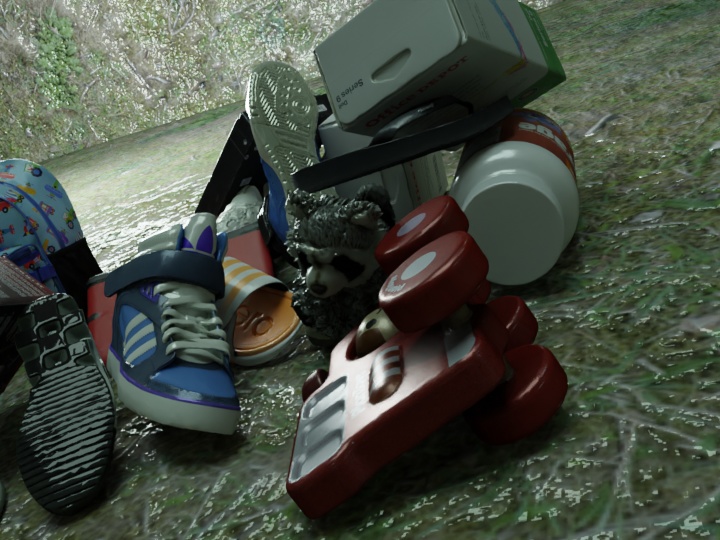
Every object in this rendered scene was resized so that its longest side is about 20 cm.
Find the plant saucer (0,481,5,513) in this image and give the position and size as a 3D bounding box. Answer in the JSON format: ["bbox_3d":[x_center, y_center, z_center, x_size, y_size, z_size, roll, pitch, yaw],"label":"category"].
[{"bbox_3d":[-0.358,0.190,0.606,0.197,0.051,0.201,-16,19,6],"label":"plant saucer"}]

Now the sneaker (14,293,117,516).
[{"bbox_3d":[-0.219,0.114,0.665,0.073,0.090,0.201,-16,43,-8],"label":"sneaker"}]

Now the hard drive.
[{"bbox_3d":[-0.119,-0.121,1.030,0.139,0.038,0.201,-24,-23,-43],"label":"hard drive"}]

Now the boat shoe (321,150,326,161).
[{"bbox_3d":[-0.031,-0.102,1.000,0.066,0.073,0.202,4,44,11],"label":"boat shoe"}]

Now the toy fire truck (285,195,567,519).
[{"bbox_3d":[0.025,0.055,0.547,0.167,0.113,0.200,-35,15,10],"label":"toy fire truck"}]

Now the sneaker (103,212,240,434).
[{"bbox_3d":[-0.136,0.028,0.661,0.080,0.149,0.199,15,2,-33],"label":"sneaker"}]

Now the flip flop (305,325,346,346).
[{"bbox_3d":[0.000,0.000,0.774,0.080,0.058,0.200,-11,22,27],"label":"flip flop"}]

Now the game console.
[{"bbox_3d":[-0.174,0.037,0.906,0.197,0.120,0.174,-18,50,2],"label":"game console"}]

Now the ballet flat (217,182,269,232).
[{"bbox_3d":[-0.110,-0.070,1.003,0.071,0.073,0.198,-1,10,41],"label":"ballet flat"}]

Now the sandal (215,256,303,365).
[{"bbox_3d":[-0.135,0.023,0.768,0.205,0.059,0.080,17,63,41],"label":"sandal"}]

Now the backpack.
[{"bbox_3d":[-0.414,-0.019,1.007,0.179,0.203,0.135,-11,19,19],"label":"backpack"}]

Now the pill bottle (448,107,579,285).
[{"bbox_3d":[0.134,-0.066,0.747,0.110,0.114,0.201,-13,20,17],"label":"pill bottle"}]

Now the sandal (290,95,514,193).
[{"bbox_3d":[0.034,-0.113,0.712,0.197,0.044,0.076,-19,3,-2],"label":"sandal"}]

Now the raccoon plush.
[{"bbox_3d":[-0.017,-0.044,0.682,0.095,0.136,0.202,-6,43,1],"label":"raccoon plush"}]

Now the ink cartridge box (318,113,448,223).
[{"bbox_3d":[0.032,-0.122,0.946,0.083,0.148,0.200,-10,20,16],"label":"ink cartridge box"}]

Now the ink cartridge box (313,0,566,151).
[{"bbox_3d":[0.076,-0.187,0.782,0.144,0.089,0.199,-29,-14,34],"label":"ink cartridge box"}]

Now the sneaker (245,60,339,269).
[{"bbox_3d":[-0.075,-0.098,0.856,0.076,0.203,0.111,-16,-13,-25],"label":"sneaker"}]

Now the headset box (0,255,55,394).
[{"bbox_3d":[-0.344,0.067,0.723,0.150,0.077,0.200,-55,2,-1],"label":"headset box"}]
